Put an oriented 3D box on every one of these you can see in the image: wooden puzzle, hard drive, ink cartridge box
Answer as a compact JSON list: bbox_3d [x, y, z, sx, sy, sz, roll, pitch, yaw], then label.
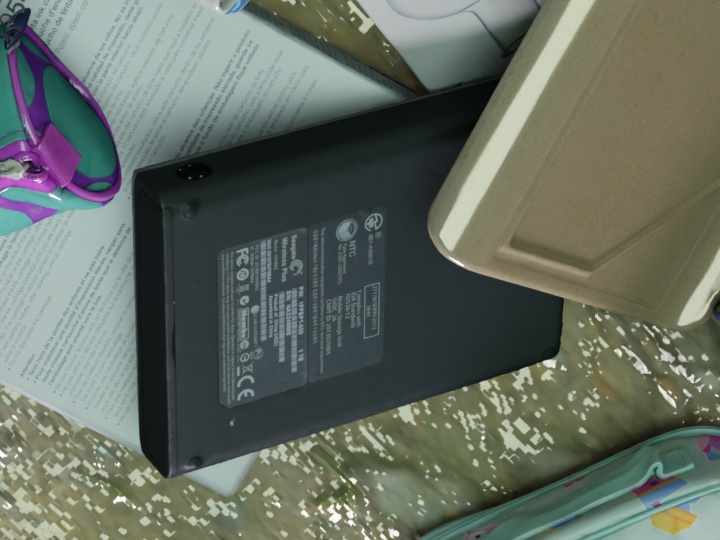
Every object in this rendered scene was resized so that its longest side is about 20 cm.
[{"bbox_3d":[0.127,-0.072,1.204,0.200,0.037,0.185,18,105,-50],"label":"wooden puzzle"},{"bbox_3d":[0.000,0.000,1.200,0.200,0.033,0.140,-16,125,-26],"label":"hard drive"},{"bbox_3d":[-0.095,-0.030,1.223,0.200,0.043,0.197,28,102,-12],"label":"ink cartridge box"}]

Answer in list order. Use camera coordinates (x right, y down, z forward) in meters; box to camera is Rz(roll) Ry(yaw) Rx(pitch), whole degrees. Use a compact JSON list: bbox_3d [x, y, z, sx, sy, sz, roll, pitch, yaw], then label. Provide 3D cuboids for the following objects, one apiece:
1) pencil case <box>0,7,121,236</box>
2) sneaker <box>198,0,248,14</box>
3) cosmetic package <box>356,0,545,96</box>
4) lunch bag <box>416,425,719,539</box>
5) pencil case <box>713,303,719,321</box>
[{"bbox_3d":[-0.203,-0.030,1.143,0.200,0.092,0.085,-23,110,11],"label":"pencil case"},{"bbox_3d":[-0.102,-0.147,1.077,0.200,0.147,0.081,-24,145,-2],"label":"sneaker"},{"bbox_3d":[0.084,-0.163,1.151,0.200,0.151,0.052,-34,66,6],"label":"cosmetic package"},{"bbox_3d":[0.119,0.165,1.298,0.200,0.077,0.161,-23,108,-1],"label":"lunch bag"},{"bbox_3d":[0.241,-0.026,1.252,0.200,0.078,0.087,-52,138,9],"label":"pencil case"}]
